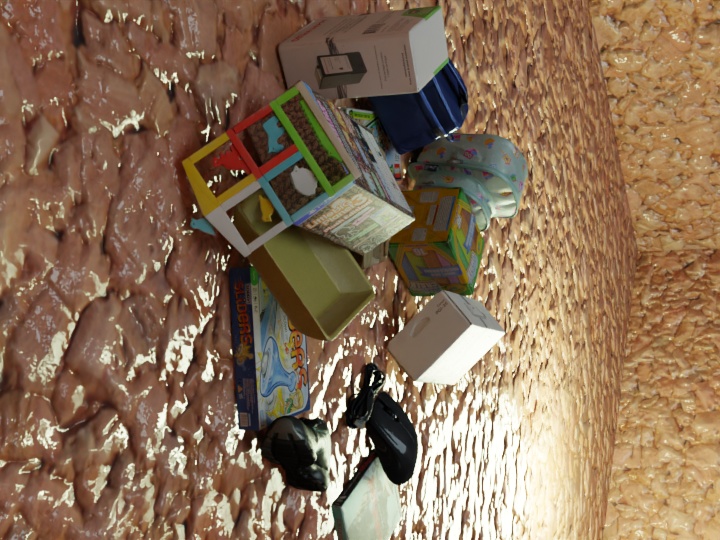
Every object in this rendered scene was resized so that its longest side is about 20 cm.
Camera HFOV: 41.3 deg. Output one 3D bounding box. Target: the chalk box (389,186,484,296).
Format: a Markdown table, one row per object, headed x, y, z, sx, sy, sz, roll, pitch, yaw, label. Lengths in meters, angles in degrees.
| x | y | z | sx | sy | sz | roll | pitch | yaw | label |
| --- | --- | --- | --- | --- | --- | --- | --- | --- | --- |
| 0.141 | -0.034 | 1.687 | 0.201 | 0.122 | 0.126 | 57 | 39 | -47 | chalk box |

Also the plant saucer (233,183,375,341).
| x | y | z | sx | sy | sz | roll | pitch | yaw | label |
| --- | --- | --- | --- | --- | --- | --- | --- | --- | --- |
| -0.078 | -0.012 | 1.223 | 0.201 | 0.048 | 0.200 | 55 | 24 | -3 | plant saucer |

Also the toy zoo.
| x | y | z | sx | sy | sz | roll | pitch | yaw | label |
| --- | --- | --- | --- | --- | --- | --- | --- | --- | --- |
| -0.114 | -0.109 | 1.106 | 0.132 | 0.199 | 0.020 | 57 | -6 | -8 | toy zoo |

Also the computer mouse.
| x | y | z | sx | sy | sz | roll | pitch | yaw | label |
| --- | --- | --- | --- | --- | --- | --- | --- | --- | --- |
| 0.050 | 0.258 | 1.520 | 0.202 | 0.052 | 0.139 | 63 | 30 | -26 | computer mouse |

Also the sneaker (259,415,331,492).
| x | y | z | sx | sy | sz | roll | pitch | yaw | label |
| --- | --- | --- | --- | --- | --- | --- | --- | --- | --- |
| -0.081 | 0.224 | 1.248 | 0.201 | 0.074 | 0.080 | 77 | 22 | -59 | sneaker |

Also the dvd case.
| x | y | z | sx | sy | sz | roll | pitch | yaw | label |
| --- | --- | --- | --- | --- | --- | --- | --- | --- | --- |
| 0.013 | 0.379 | 1.504 | 0.200 | 0.022 | 0.148 | -42 | 126 | -60 | dvd case |

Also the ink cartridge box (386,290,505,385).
| x | y | z | sx | sy | sz | roll | pitch | yaw | label |
| --- | --- | --- | --- | --- | --- | --- | --- | --- | --- |
| 0.151 | 0.121 | 1.662 | 0.083 | 0.147 | 0.199 | 49 | 14 | 22 | ink cartridge box |

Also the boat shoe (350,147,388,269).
| x | y | z | sx | sy | sz | roll | pitch | yaw | label |
| --- | --- | --- | --- | --- | --- | --- | --- | --- | --- |
| 0.018 | -0.098 | 1.429 | 0.064 | 0.071 | 0.202 | -13 | 127 | -30 | boat shoe |

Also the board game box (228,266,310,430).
| x | y | z | sx | sy | sz | roll | pitch | yaw | label |
| --- | --- | --- | --- | --- | --- | --- | --- | --- | --- |
| -0.115 | 0.093 | 1.235 | 0.135 | 0.034 | 0.203 | -9 | 97 | -65 | board game box |

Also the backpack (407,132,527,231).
| x | y | z | sx | sy | sz | roll | pitch | yaw | label |
| --- | --- | --- | --- | --- | --- | --- | --- | --- | --- |
| 0.198 | -0.161 | 1.731 | 0.176 | 0.197 | 0.155 | 56 | 40 | -49 | backpack |

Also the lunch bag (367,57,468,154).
| x | y | z | sx | sy | sz | roll | pitch | yaw | label |
| --- | --- | --- | --- | --- | --- | --- | --- | --- | --- |
| 0.095 | -0.292 | 1.535 | 0.201 | 0.131 | 0.136 | 58 | 27 | -18 | lunch bag |

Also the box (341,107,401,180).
| x | y | z | sx | sy | sz | roll | pitch | yaw | label |
| --- | --- | --- | --- | --- | --- | --- | --- | --- | --- |
| 0.010 | -0.197 | 1.524 | 0.199 | 0.034 | 0.112 | -13 | 100 | -65 | box |

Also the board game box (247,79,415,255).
| x | y | z | sx | sy | sz | roll | pitch | yaw | label |
| --- | --- | --- | --- | --- | --- | --- | --- | --- | --- |
| -0.036 | -0.129 | 1.264 | 0.199 | 0.096 | 0.161 | 24 | 37 | -59 | board game box |

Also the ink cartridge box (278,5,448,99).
| x | y | z | sx | sy | sz | roll | pitch | yaw | label |
| --- | --- | --- | --- | --- | --- | --- | --- | --- | --- |
| 0.007 | -0.303 | 1.335 | 0.146 | 0.197 | 0.085 | -52 | 136 | -53 | ink cartridge box |
